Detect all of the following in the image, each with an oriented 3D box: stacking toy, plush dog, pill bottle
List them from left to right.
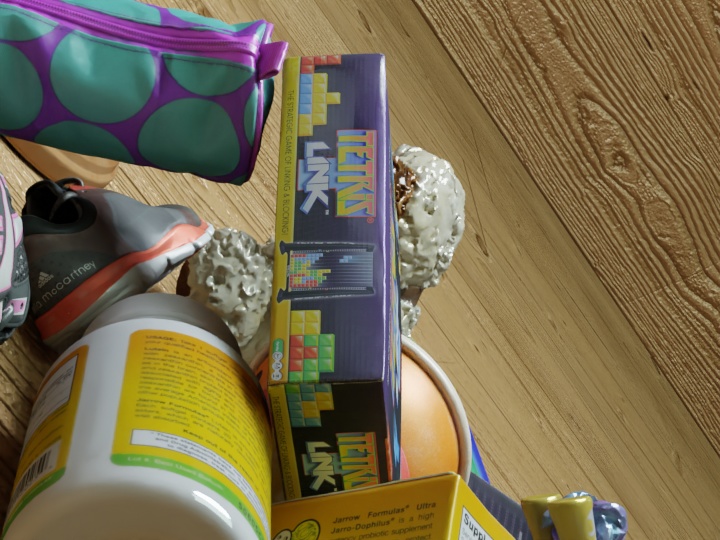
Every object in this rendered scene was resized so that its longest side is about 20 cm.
[{"bbox_3d":[-0.094,0.090,0.884,0.111,0.111,0.200,54,13,-22],"label":"pill bottle"},{"bbox_3d":[-0.035,0.119,1.084,0.147,0.146,0.200,58,27,-3],"label":"stacking toy"},{"bbox_3d":[0.000,0.000,1.253,0.160,0.172,0.200,37,8,13],"label":"plush dog"}]

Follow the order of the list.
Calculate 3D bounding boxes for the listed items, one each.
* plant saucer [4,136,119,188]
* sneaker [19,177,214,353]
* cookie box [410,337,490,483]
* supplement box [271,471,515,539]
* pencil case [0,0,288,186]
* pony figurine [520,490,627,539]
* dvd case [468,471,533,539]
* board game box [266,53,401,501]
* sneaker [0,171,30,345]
[{"bbox_3d":[-0.198,-0.139,1.200,0.201,0.037,0.200,55,12,-17],"label":"plant saucer"},{"bbox_3d":[-0.138,-0.022,1.077,0.082,0.077,0.200,52,12,-3],"label":"sneaker"},{"bbox_3d":[0.025,0.126,1.368,0.171,0.075,0.201,48,16,-44],"label":"cookie box"},{"bbox_3d":[0.008,0.205,0.862,0.109,0.109,0.201,49,40,-40],"label":"supplement box"},{"bbox_3d":[-0.141,-0.104,0.998,0.093,0.199,0.086,113,-12,-54],"label":"pencil case"},{"bbox_3d":[0.106,0.216,1.021,0.192,0.166,0.201,-5,85,-50],"label":"pony figurine"},{"bbox_3d":[0.068,0.208,1.264,0.200,0.016,0.150,38,59,-50],"label":"dvd case"},{"bbox_3d":[-0.009,0.021,0.998,0.166,0.056,0.201,86,4,-52],"label":"board game box"},{"bbox_3d":[-0.174,0.004,0.862,0.200,0.080,0.087,-84,152,-62],"label":"sneaker"}]
